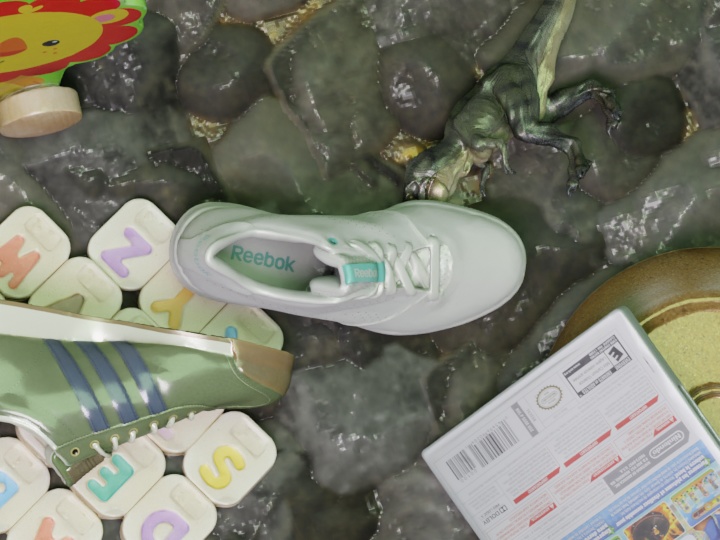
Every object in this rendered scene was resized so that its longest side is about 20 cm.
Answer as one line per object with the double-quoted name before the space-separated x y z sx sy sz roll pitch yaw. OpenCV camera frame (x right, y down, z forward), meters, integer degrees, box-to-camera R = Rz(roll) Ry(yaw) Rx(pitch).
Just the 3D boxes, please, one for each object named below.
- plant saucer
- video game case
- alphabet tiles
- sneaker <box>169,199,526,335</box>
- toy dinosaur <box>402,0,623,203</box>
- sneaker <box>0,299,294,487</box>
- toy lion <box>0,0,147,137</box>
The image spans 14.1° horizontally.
"plant saucer" 0.195 0.085 1.602 0.199 0.035 0.202 0 84 3
"video game case" 0.144 0.141 1.574 0.143 0.018 0.200 -37 84 19
"alphabet tiles" -0.144 0.063 1.579 0.200 0.015 0.196 44 72 1
"sneaker" 0.000 0.000 1.576 0.199 0.088 0.076 1 93 -13
"toy dinosaur" 0.100 -0.092 1.653 0.088 0.047 0.200 32 69 5
"sneaker" -0.139 0.071 1.541 0.199 0.067 0.090 10 82 -9
"toy lion" -0.214 -0.119 1.518 0.199 0.192 0.069 -9 78 -13
